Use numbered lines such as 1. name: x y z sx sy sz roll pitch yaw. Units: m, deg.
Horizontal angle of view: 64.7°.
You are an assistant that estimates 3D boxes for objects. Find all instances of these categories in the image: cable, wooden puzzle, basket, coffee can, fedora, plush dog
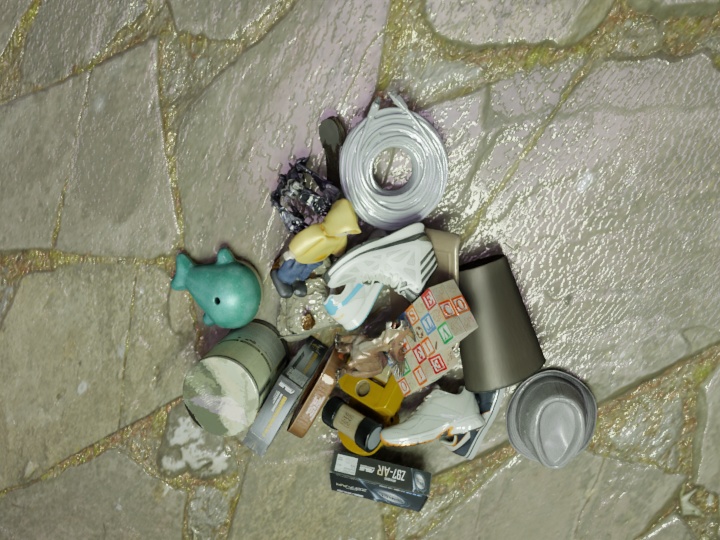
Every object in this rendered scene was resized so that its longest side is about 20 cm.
1. cable: 0.057 -0.178 0.996 0.198 0.069 0.202 36 95 -15
2. wooden puzzle: 0.115 0.026 1.026 0.036 0.183 0.208 -8 105 -35
3. basket: 0.233 0.086 1.018 0.134 0.177 0.206 -12 97 52
4. coffee can: -0.230 0.197 1.084 0.141 0.200 0.152 2 104 9
5. fedora: 0.366 0.298 1.075 0.171 0.090 0.207 11 105 6
6. plush dog: -0.098 0.026 1.064 0.194 0.160 0.178 -17 78 13

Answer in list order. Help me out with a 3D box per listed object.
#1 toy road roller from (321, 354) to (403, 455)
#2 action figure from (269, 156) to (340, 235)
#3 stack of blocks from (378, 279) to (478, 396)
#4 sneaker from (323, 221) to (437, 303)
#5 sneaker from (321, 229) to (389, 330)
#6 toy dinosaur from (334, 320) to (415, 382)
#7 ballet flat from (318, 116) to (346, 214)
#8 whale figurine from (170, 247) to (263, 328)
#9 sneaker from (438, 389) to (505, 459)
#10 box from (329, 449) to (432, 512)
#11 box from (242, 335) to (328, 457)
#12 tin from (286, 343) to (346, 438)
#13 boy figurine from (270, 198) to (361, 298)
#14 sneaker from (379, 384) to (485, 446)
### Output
1. toy road roller: 0.028 0.255 1.105 0.121 0.146 0.204 21 76 35
2. action figure: -0.103 -0.124 1.006 0.119 0.201 0.102 -43 117 10
3. stack of blocks: 0.114 0.119 0.962 0.118 0.057 0.201 62 145 18
4. sneaker: 0.043 0.008 0.937 0.196 0.076 0.118 -24 77 -13
5. sneaker: 0.000 0.000 1.015 0.080 0.204 0.075 40 148 -26
6. toy dinosaur: 0.021 0.152 0.993 0.130 0.201 0.089 0 72 -5
7. ballet flat: -0.039 -0.178 1.047 0.065 0.046 0.207 1 108 29
8. whale figurine: -0.287 0.035 1.103 0.194 0.104 0.164 21 104 8
9. sneaker: 0.214 0.270 1.098 0.077 0.079 0.206 19 108 -3
10. box: 0.036 0.421 1.132 0.193 0.045 0.162 12 148 5
11. box: -0.137 0.232 1.079 0.047 0.200 0.161 30 106 3
12. tin: -0.085 0.239 1.119 0.041 0.112 0.203 30 107 0
13. boy figurine: -0.064 -0.036 0.928 0.199 0.122 0.066 -42 63 33
14. sneaker: 0.125 0.263 1.041 0.193 0.076 0.095 -12 73 -8
